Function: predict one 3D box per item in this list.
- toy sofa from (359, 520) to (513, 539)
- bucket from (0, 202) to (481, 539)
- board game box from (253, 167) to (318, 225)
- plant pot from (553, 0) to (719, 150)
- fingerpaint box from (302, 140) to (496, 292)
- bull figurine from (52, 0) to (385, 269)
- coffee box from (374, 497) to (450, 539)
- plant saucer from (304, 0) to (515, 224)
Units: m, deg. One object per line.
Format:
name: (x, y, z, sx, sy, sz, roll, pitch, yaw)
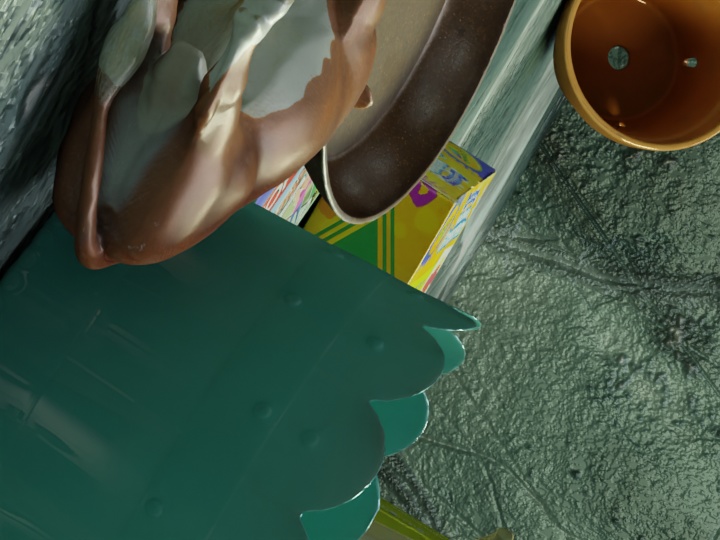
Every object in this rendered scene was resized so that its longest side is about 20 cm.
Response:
toy sofa: (-0.039, 0.134, 1.045, 0.083, 0.200, 0.098, 113, 3, -60)
bucket: (-0.064, 0.066, 0.775, 0.207, 0.135, 0.207, -58, 174, -10)
board game box: (-0.051, -0.025, 0.974, 0.200, 0.029, 0.135, -57, 175, -28)
plant pot: (0.274, -0.215, 2.218, 0.200, 0.200, 0.140, -59, -168, -7)
fingerpaint box: (0.000, 0.000, 1.349, 0.167, 0.073, 0.200, -60, 175, 12)
bull figurine: (-0.031, -0.072, 0.708, 0.122, 0.065, 0.200, -67, 173, 34)
coffee box: (-0.013, 0.359, 2.544, 0.198, 0.199, 0.200, -60, 174, 3)
plant saucer: (0.021, -0.117, 0.914, 0.200, 0.034, 0.200, -55, 160, -32)
